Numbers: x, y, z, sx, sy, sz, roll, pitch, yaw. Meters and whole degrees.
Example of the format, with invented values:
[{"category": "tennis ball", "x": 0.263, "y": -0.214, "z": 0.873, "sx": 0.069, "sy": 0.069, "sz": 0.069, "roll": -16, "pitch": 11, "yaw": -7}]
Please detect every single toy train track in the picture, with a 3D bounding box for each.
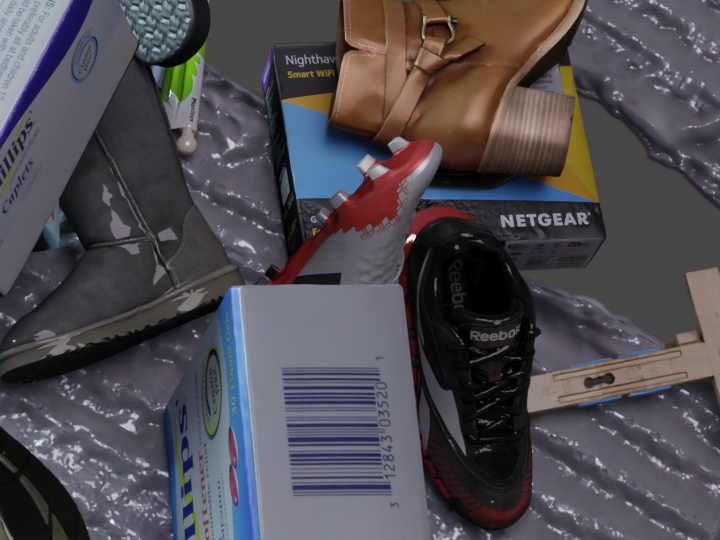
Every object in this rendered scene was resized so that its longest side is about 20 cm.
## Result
[{"category": "toy train track", "x": 0.188, "y": 0.066, "z": 1.685, "sx": 0.199, "sy": 0.033, "sz": 0.115, "roll": -10, "pitch": 76, "yaw": -13}]

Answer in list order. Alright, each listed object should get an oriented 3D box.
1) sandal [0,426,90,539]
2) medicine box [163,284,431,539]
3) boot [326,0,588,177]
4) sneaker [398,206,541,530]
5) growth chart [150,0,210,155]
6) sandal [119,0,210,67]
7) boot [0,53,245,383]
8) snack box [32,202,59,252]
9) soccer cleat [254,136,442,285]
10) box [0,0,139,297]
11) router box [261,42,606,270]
[{"category": "sandal", "x": -0.224, "y": 0.129, "z": 1.528, "sx": 0.201, "sy": 0.057, "sz": 0.080, "roll": 52, "pitch": 27, "yaw": -2}, {"category": "medicine box", "x": -0.039, "y": 0.128, "z": 1.497, "sx": 0.103, "sy": 0.200, "sz": 0.183, "roll": 1, "pitch": 65, "yaw": -17}, {"category": "boot", "x": 0.062, "y": -0.156, "z": 1.675, "sx": 0.154, "sy": 0.074, "sz": 0.200, "roll": 11, "pitch": 58, "yaw": -4}, {"category": "sneaker", "x": 0.070, "y": 0.060, "z": 1.593, "sx": 0.071, "sy": 0.098, "sz": 0.201, "roll": -10, "pitch": 92, "yaw": -17}, {"category": "growth chart", "x": -0.192, "y": -0.127, "z": 1.681, "sx": 0.199, "sy": 0.018, "sz": 0.145, "roll": 4, "pitch": 65, "yaw": -12}, {"category": "sandal", "x": -0.138, "y": -0.218, "z": 1.656, "sx": 0.048, "sy": 0.075, "sz": 0.201, "roll": 2, "pitch": 67, "yaw": -54}, {"category": "boot", "x": -0.177, "y": -0.047, "z": 1.605, "sx": 0.182, "sy": 0.073, "sz": 0.200, "roll": -23, "pitch": 84, "yaw": -32}, {"category": "snack box", "x": -0.279, "y": -0.059, "z": 1.574, "sx": 0.199, "sy": 0.037, "sz": 0.116, "roll": -8, "pitch": 65, "yaw": 8}, {"category": "soccer cleat", "x": 0.000, "y": 0.000, "z": 1.581, "sx": 0.085, "sy": 0.200, "sz": 0.069, "roll": 40, "pitch": 32, "yaw": -3}, {"category": "box", "x": -0.259, "y": -0.107, "z": 1.512, "sx": 0.200, "sy": 0.105, "sz": 0.184, "roll": 19, "pitch": 70, "yaw": 19}, {"category": "router box", "x": 0.045, "y": -0.073, "z": 1.696, "sx": 0.199, "sy": 0.051, "sz": 0.150, "roll": -3, "pitch": 65, "yaw": -16}]
